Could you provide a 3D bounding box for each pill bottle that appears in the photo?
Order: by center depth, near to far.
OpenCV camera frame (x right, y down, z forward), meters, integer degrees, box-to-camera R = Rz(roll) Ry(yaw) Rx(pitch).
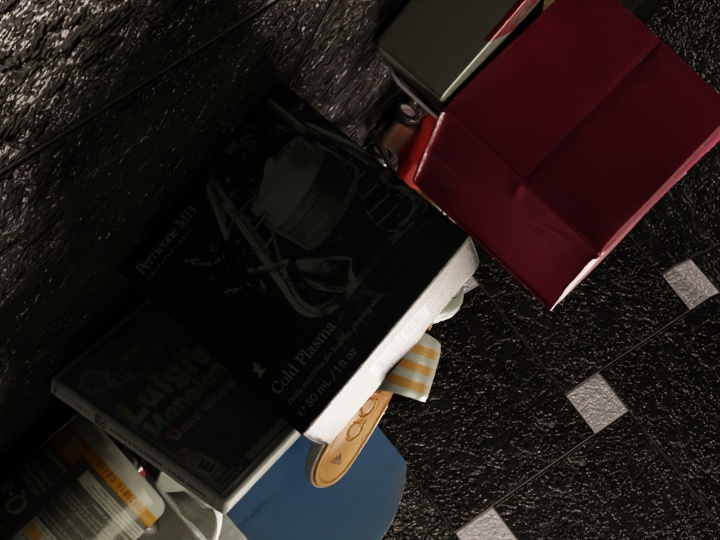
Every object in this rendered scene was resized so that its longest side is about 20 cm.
[{"bbox_3d":[-0.276,0.230,1.293,0.200,0.116,0.116,-42,172,-12],"label":"pill bottle"}]

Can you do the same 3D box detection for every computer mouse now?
[{"bbox_3d":[-0.168,0.168,1.313,0.044,0.110,0.200,-36,129,-11],"label":"computer mouse"}]

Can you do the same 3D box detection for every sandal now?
[{"bbox_3d":[0.027,0.105,1.277,0.079,0.059,0.207,14,105,-57],"label":"sandal"}]

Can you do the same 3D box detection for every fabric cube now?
[{"bbox_3d":[0.197,-0.116,1.429,0.199,0.200,0.196,-45,174,-17],"label":"fabric cube"}]

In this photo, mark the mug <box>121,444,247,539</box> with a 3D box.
[{"bbox_3d":[-0.156,0.209,1.448,0.200,0.147,0.176,25,78,-45],"label":"mug"}]

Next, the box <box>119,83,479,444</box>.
[{"bbox_3d":[-0.044,-0.002,1.194,0.200,0.196,0.124,-50,166,-3],"label":"box"}]

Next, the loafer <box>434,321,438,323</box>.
[{"bbox_3d":[0.000,0.000,1.519,0.076,0.199,0.068,-63,171,-14],"label":"loafer"}]

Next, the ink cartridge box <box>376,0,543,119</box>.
[{"bbox_3d":[0.098,-0.224,1.414,0.145,0.084,0.200,-49,174,2],"label":"ink cartridge box"}]

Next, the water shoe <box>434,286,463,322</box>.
[{"bbox_3d":[0.032,0.016,1.367,0.200,0.071,0.079,-26,124,-60],"label":"water shoe"}]

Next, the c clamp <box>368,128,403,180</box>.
[{"bbox_3d":[0.013,-0.083,1.491,0.027,0.171,0.200,-37,163,16],"label":"c clamp"}]

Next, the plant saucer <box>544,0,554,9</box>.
[{"bbox_3d":[0.202,-0.320,1.802,0.200,0.029,0.200,-49,174,-7],"label":"plant saucer"}]

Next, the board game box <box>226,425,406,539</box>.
[{"bbox_3d":[-0.059,0.176,1.343,0.158,0.200,0.039,-43,-168,-21],"label":"board game box"}]

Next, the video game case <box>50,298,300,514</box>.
[{"bbox_3d":[-0.125,0.088,1.257,0.200,0.182,0.023,-44,160,-42],"label":"video game case"}]

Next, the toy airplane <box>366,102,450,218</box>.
[{"bbox_3d":[0.111,-0.142,1.699,0.199,0.141,0.200,-49,173,-12],"label":"toy airplane"}]

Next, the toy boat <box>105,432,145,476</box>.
[{"bbox_3d":[-0.242,0.244,1.556,0.131,0.131,0.200,-45,171,-33],"label":"toy boat"}]
